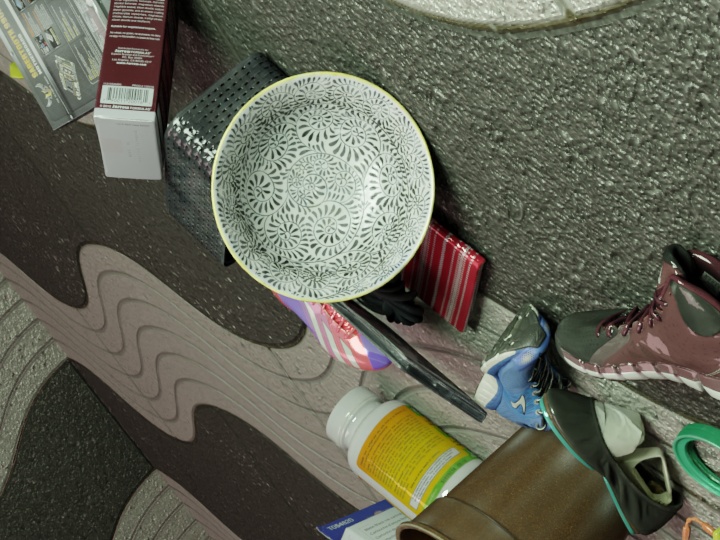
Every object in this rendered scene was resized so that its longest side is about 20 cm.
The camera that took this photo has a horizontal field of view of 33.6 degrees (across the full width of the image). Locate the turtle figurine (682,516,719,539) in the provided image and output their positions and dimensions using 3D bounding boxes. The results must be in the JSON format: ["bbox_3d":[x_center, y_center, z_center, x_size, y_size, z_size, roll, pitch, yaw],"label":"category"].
[{"bbox_3d":[0.383,0.296,1.058,0.161,0.064,0.201,-9,112,56],"label":"turtle figurine"}]

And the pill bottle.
[{"bbox_3d":[0.054,0.233,1.496,0.199,0.111,0.112,35,155,29],"label":"pill bottle"}]

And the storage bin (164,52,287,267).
[{"bbox_3d":[-0.121,-0.110,1.222,0.094,0.135,0.200,43,157,10],"label":"storage bin"}]

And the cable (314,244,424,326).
[{"bbox_3d":[0.000,0.000,1.225,0.163,0.051,0.200,27,171,39],"label":"cable"}]

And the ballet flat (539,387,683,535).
[{"bbox_3d":[0.241,0.168,1.112,0.200,0.068,0.068,50,-157,-30],"label":"ballet flat"}]

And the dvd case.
[{"bbox_3d":[0.032,0.075,1.234,0.148,0.016,0.200,37,-177,-43],"label":"dvd case"}]

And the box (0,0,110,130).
[{"bbox_3d":[-0.334,-0.277,1.339,0.158,0.048,0.201,-20,103,39],"label":"box"}]

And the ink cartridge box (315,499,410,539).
[{"bbox_3d":[0.079,0.331,1.516,0.199,0.199,0.041,26,118,39],"label":"ink cartridge box"}]

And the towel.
[{"bbox_3d":[0.041,-0.035,1.199,0.200,0.022,0.145,40,157,19],"label":"towel"}]

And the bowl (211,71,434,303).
[{"bbox_3d":[-0.036,-0.074,1.093,0.201,0.200,0.094,50,177,-5],"label":"bowl"}]

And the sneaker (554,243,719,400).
[{"bbox_3d":[0.226,0.026,0.910,0.199,0.076,0.116,8,131,43],"label":"sneaker"}]

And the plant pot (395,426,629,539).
[{"bbox_3d":[0.173,0.263,1.214,0.200,0.198,0.201,38,155,21],"label":"plant pot"}]

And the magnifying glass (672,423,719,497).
[{"bbox_3d":[0.344,0.179,0.995,0.199,0.022,0.080,15,141,52],"label":"magnifying glass"}]

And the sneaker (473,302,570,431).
[{"bbox_3d":[0.166,0.099,1.138,0.089,0.079,0.200,33,163,15],"label":"sneaker"}]

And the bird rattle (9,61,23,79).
[{"bbox_3d":[-0.330,-0.263,1.418,0.199,0.112,0.164,29,135,32],"label":"bird rattle"}]

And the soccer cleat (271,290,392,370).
[{"bbox_3d":[-0.038,0.044,1.426,0.200,0.067,0.077,40,152,26],"label":"soccer cleat"}]

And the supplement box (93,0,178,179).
[{"bbox_3d":[-0.219,-0.204,1.186,0.060,0.202,0.109,4,153,-3],"label":"supplement box"}]
